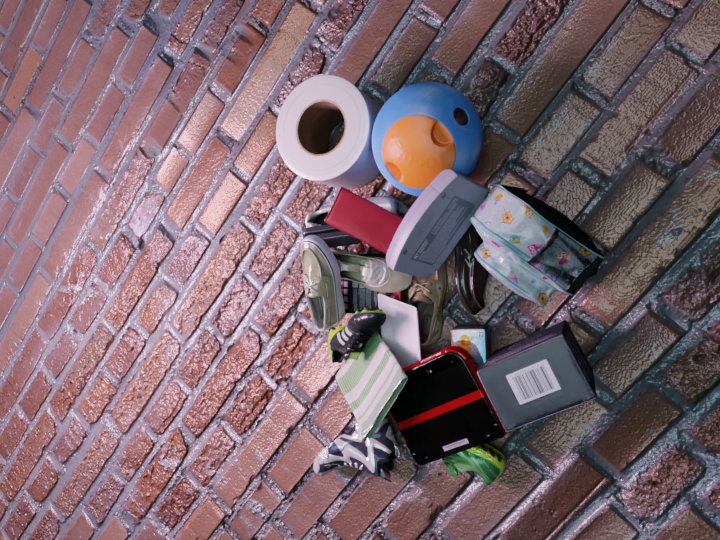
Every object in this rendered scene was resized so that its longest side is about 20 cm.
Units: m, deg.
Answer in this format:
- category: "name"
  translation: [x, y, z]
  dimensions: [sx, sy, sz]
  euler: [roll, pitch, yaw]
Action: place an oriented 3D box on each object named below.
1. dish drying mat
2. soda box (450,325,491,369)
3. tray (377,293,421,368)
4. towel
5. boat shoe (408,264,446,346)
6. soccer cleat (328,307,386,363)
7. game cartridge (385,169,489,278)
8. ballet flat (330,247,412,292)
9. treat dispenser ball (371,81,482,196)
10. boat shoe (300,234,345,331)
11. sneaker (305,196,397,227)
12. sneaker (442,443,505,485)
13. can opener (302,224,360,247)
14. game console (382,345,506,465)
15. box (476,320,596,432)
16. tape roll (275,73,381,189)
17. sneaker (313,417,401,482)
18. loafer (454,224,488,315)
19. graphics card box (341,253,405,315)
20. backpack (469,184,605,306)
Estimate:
- category: "dish drying mat"
  translation: [0.035, -0.082, 1.017]
  dimensions: [0.199, 0.018, 0.077]
  euler: [27, 88, -3]
- category: "soda box"
  translation: [0.214, 0.205, 1.004]
  dimensions: [0.068, 0.064, 0.201]
  euler: [-2, 91, 22]
- category: "tray"
  translation: [0.084, 0.145, 1.033]
  dimensions: [0.107, 0.022, 0.201]
  euler: [18, 123, 46]
- category: "towel"
  translation: [0.014, 0.211, 1.039]
  dimensions: [0.153, 0.023, 0.200]
  euler: [-60, 27, 13]
- category: "boat shoe"
  translation: [0.129, 0.047, 1.035]
  dimensions: [0.071, 0.064, 0.201]
  euler: [-4, 90, 22]
- category: "soccer cleat"
  translation: [-0.006, 0.132, 1.053]
  dimensions: [0.200, 0.067, 0.081]
  euler: [-39, 50, 54]
- category: "game cartridge"
  translation: [0.132, -0.079, 0.936]
  dimensions: [0.040, 0.133, 0.200]
  euler: [48, 113, 36]
- category: "ballet flat"
  translation: [0.000, 0.000, 1.034]
  dimensions: [0.199, 0.069, 0.070]
  euler: [13, 96, 22]
- category: "treat dispenser ball"
  translation: [0.120, -0.236, 0.961]
  dimensions: [0.200, 0.201, 0.202]
  euler: [0, 91, 22]
- category: "boat shoe"
  translation: [-0.077, 0.029, 1.022]
  dimensions: [0.072, 0.062, 0.201]
  euler: [6, 125, 34]
- category: "sneaker"
  translation: [-0.021, -0.108, 1.089]
  dimensions: [0.199, 0.080, 0.071]
  euler: [-12, 85, 21]
- category: "sneaker"
  translation: [0.175, 0.347, 1.017]
  dimensions: [0.199, 0.074, 0.084]
  euler: [23, 96, 20]
- category: "can opener"
  translation: [-0.016, -0.065, 1.054]
  dimensions: [0.199, 0.053, 0.067]
  euler: [-5, 131, -3]
- category: "game console"
  translation: [0.144, 0.248, 0.971]
  dimensions: [0.200, 0.031, 0.177]
  euler: [-32, 83, 30]
- category: "box"
  translation: [0.300, 0.171, 0.894]
  dimensions: [0.148, 0.200, 0.107]
  euler: [-29, 81, 21]
- category: "tape roll"
  translation: [-0.050, -0.271, 1.065]
  dimensions: [0.202, 0.139, 0.204]
  euler: [1, 92, 23]
- category: "sneaker"
  translation: [0.001, 0.394, 1.086]
  dimensions: [0.199, 0.079, 0.130]
  euler: [-41, 68, 8]
- category: "loafer"
  translation: [0.216, -0.017, 0.993]
  dimensions: [0.071, 0.073, 0.201]
  euler: [-7, 88, 24]
- category: "graphics card box"
  translation: [-0.004, 0.027, 1.099]
  dimensions: [0.199, 0.051, 0.126]
  euler: [0, 91, 21]
- category: "backpack"
  translation: [0.276, -0.048, 0.895]
  dimensions: [0.200, 0.176, 0.153]
  euler: [42, 104, -7]
